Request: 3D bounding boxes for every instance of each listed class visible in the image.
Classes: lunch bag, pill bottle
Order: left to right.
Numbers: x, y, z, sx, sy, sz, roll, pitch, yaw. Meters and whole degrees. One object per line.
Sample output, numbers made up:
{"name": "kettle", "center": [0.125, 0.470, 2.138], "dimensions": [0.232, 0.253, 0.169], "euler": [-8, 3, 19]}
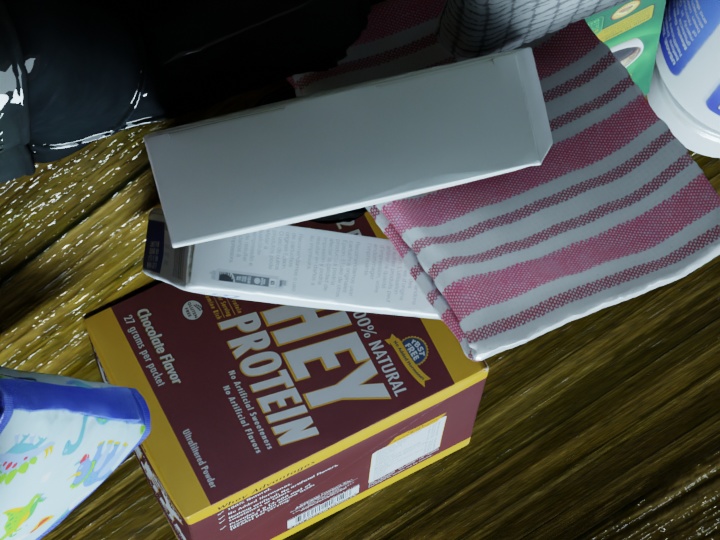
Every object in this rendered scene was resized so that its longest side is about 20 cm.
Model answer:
{"name": "lunch bag", "center": [-0.228, 0.104, 1.438], "dimensions": [0.200, 0.128, 0.170], "euler": [-23, 168, 18]}
{"name": "pill bottle", "center": [0.224, -0.139, 1.484], "dimensions": [0.112, 0.112, 0.200], "euler": [-23, 166, -21]}

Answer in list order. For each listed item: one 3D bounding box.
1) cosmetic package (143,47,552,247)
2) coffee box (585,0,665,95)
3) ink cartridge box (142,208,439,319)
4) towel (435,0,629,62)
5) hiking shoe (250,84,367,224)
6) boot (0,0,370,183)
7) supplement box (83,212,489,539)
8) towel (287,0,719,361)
{"name": "cosmetic package", "center": [0.002, -0.055, 1.158], "dimensions": [0.151, 0.052, 0.200], "euler": [-15, -176, 7]}
{"name": "coffee box", "center": [0.097, -0.118, 1.451], "dimensions": [0.123, 0.044, 0.200], "euler": [-26, 166, -3]}
{"name": "ink cartridge box", "center": [0.000, 0.000, 1.369], "dimensions": [0.200, 0.041, 0.200], "euler": [6, -179, -10]}
{"name": "towel", "center": [0.117, -0.173, 1.214], "dimensions": [0.200, 0.086, 0.166], "euler": [-23, 174, -1]}
{"name": "hiking shoe", "center": [0.032, -0.062, 1.383], "dimensions": [0.200, 0.075, 0.087], "euler": [5, 167, -40]}
{"name": "boot", "center": [-0.081, -0.102, 1.087], "dimensions": [0.168, 0.076, 0.200], "euler": [-23, 172, -8]}
{"name": "supplement box", "center": [-0.044, 0.069, 1.653], "dimensions": [0.197, 0.133, 0.200], "euler": [-26, 166, -8]}
{"name": "towel", "center": [0.067, -0.061, 1.282], "dimensions": [0.146, 0.200, 0.030], "euler": [-25, 151, -15]}
